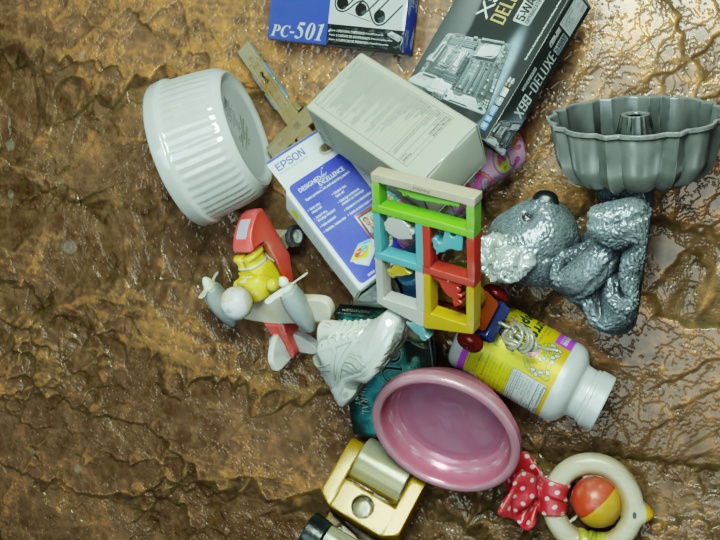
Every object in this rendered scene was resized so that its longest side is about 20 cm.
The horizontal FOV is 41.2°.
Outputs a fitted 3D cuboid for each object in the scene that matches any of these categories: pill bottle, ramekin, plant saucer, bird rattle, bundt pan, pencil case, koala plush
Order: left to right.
[{"bbox_3d":[-0.196,-0.171,1.285,0.103,0.200,0.204,-18,92,13],"label":"ramekin"},{"bbox_3d":[0.114,0.198,1.235,0.197,0.051,0.203,14,131,17],"label":"plant saucer"},{"bbox_3d":[0.109,-0.112,1.175,0.199,0.087,0.088,-36,84,-13],"label":"pencil case"},{"bbox_3d":[0.217,0.119,1.209,0.198,0.104,0.106,29,108,15],"label":"pill bottle"},{"bbox_3d":[0.240,-0.023,1.145,0.196,0.177,0.188,8,112,17],"label":"koala plush"},{"bbox_3d":[0.283,0.307,1.239,0.163,0.112,0.201,-41,69,11],"label":"bird rattle"},{"bbox_3d":[0.311,-0.140,1.084,0.198,0.202,0.077,2,112,22],"label":"bundt pan"}]

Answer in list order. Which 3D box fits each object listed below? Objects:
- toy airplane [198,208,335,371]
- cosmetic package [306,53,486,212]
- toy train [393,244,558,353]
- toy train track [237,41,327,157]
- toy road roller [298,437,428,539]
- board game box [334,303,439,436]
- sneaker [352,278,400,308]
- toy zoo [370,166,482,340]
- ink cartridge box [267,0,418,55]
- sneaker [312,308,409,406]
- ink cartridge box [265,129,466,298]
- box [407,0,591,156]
[{"bbox_3d":[-0.135,0.044,1.320,0.200,0.140,0.201,48,130,19],"label":"toy airplane"},{"bbox_3d":[0.041,-0.161,1.128,0.105,0.071,0.199,-43,57,-9],"label":"cosmetic package"},{"bbox_3d":[0.133,0.034,1.124,0.198,0.116,0.085,16,64,38],"label":"toy train"},{"bbox_3d":[-0.103,-0.231,1.323,0.114,0.032,0.202,-41,75,23],"label":"toy train track"},{"bbox_3d":[0.005,0.351,1.344,0.121,0.147,0.202,26,70,16],"label":"toy road roller"},{"bbox_3d":[0.042,0.141,1.288,0.133,0.028,0.203,4,121,21],"label":"board game box"},{"bbox_3d":[0.000,0.000,1.279,0.074,0.099,0.205,-4,96,34],"label":"sneaker"},{"bbox_3d":[0.074,-0.008,1.070,0.129,0.020,0.203,16,127,30],"label":"toy zoo"},{"bbox_3d":[-0.023,-0.342,1.263,0.196,0.044,0.096,11,101,21],"label":"ink cartridge box"},{"bbox_3d":[-0.011,0.095,1.205,0.099,0.078,0.200,44,138,5],"label":"sneaker"},{"bbox_3d":[0.009,-0.099,1.225,0.201,0.196,0.047,52,157,9],"label":"ink cartridge box"},{"bbox_3d":[0.157,-0.259,1.142,0.157,0.049,0.202,35,96,41],"label":"box"}]
